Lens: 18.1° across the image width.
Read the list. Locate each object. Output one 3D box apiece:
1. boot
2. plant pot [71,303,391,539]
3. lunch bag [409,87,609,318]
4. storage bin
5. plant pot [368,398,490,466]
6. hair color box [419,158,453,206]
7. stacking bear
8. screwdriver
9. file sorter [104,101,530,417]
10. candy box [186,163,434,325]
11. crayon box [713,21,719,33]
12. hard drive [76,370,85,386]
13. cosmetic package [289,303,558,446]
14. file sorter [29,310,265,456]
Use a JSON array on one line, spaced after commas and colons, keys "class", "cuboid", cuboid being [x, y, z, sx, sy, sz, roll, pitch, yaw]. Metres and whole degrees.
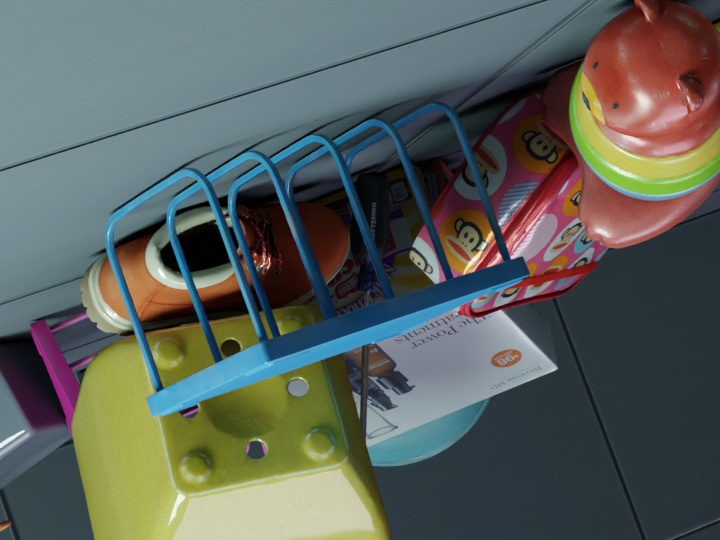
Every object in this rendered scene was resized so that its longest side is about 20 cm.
[{"class": "boot", "cuboid": [-0.075, -0.011, 1.496, 0.199, 0.075, 0.107, -16, 169, -34]}, {"class": "plant pot", "cuboid": [-0.081, 0.125, 1.512, 0.194, 0.195, 0.200, -10, 154, -12]}, {"class": "lunch bag", "cuboid": [0.119, -0.040, 1.559, 0.176, 0.082, 0.200, -53, 160, 24]}, {"class": "storage bin", "cuboid": [-0.306, 0.133, 1.823, 0.134, 0.146, 0.200, -32, 174, 10]}, {"class": "plant pot", "cuboid": [0.008, 0.047, 1.901, 0.199, 0.201, 0.188, -21, 161, 4]}, {"class": "hair color box", "cuboid": [0.000, 0.000, 1.731, 0.199, 0.064, 0.111, -21, 144, 18]}, {"class": "stacking bear", "cuboid": [0.171, -0.100, 1.334, 0.113, 0.122, 0.200, -19, 168, 1]}, {"class": "screwdriver", "cuboid": [0.001, 0.031, 1.590, 0.029, 0.201, 0.028, 6, 179, -40]}, {"class": "file sorter", "cuboid": [-0.032, -0.010, 1.346, 0.199, 0.123, 0.139, -18, 174, -36]}, {"class": "candy box", "cuboid": [-0.034, 0.005, 1.646, 0.199, 0.103, 0.026, -22, 168, 10]}, {"class": "crayon box", "cuboid": [0.265, -0.143, 1.557, 0.125, 0.052, 0.200, -22, 176, 15]}, {"class": "hard drive", "cuboid": [-0.196, 0.094, 2.411, 0.199, 0.038, 0.140, -21, 176, -2]}, {"class": "cosmetic package", "cuboid": [0.029, 0.061, 1.725, 0.199, 0.052, 0.151, -24, 144, 19]}, {"class": "file sorter", "cuboid": [-0.147, 0.124, 1.729, 0.125, 0.200, 0.139, -24, 136, -11]}]
